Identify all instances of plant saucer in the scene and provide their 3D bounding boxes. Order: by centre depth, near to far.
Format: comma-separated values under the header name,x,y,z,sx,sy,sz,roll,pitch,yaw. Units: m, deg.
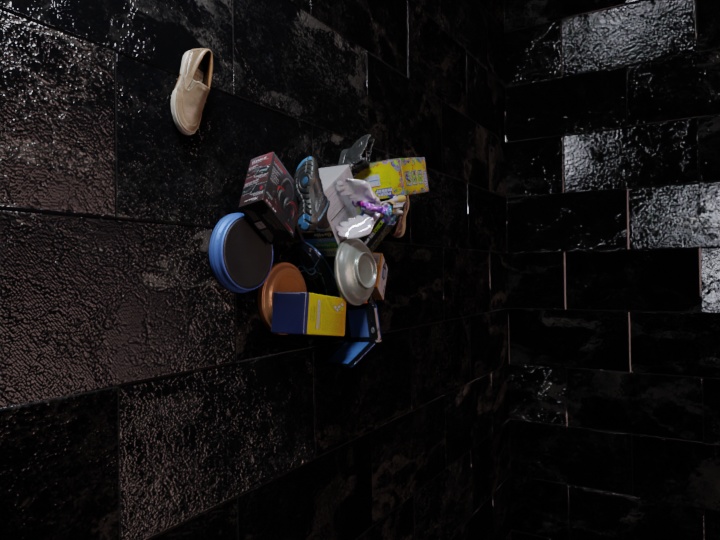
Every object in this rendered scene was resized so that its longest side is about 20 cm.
name,x,y,z,sx,sy,sz,roll,pitch,yaw
plant saucer,-0.206,0.077,1.548,0.200,0.032,0.201,1,89,-58
plant saucer,0.000,0.000,1.620,0.200,0.050,0.201,15,72,-55

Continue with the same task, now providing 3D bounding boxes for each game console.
name,x,y,z,sx,sy,sz,roll,pitch,yaw
game console,-0.037,0.191,1.665,0.118,0.200,0.171,-7,87,-31

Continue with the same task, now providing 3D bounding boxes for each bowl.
name,x,y,z,sx,sy,sz,roll,pitch,yaw
bowl,-0.290,-0.044,1.404,0.200,0.039,0.201,2,87,-59

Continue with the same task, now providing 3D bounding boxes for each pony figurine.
name,x,y,z,sx,sy,sz,roll,pitch,yaw
pony figurine,0.034,-0.180,1.594,0.200,0.193,0.167,-39,127,-76

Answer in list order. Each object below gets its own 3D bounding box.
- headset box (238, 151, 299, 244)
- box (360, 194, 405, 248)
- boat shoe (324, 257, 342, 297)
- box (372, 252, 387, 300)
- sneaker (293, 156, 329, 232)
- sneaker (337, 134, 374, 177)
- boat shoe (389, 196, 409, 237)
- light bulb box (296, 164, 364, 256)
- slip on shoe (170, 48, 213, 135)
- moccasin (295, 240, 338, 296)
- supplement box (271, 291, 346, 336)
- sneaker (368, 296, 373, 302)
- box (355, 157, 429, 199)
name,x,y,z,sx,sy,sz,roll,pitch,yaw
headset box,-0.226,-0.192,1.442,0.149,0.075,0.200,55,28,-43
box,0.069,-0.140,1.827,0.200,0.047,0.193,-52,178,-3
boat shoe,-0.081,0.024,1.728,0.066,0.072,0.201,-43,128,-61
box,0.061,0.025,1.939,0.200,0.041,0.119,68,29,-71
sneaker,-0.125,-0.198,1.480,0.082,0.073,0.201,6,80,-47
sneaker,-0.018,-0.335,1.799,0.060,0.104,0.200,36,59,-52
boat shoe,0.132,-0.223,2.083,0.072,0.072,0.201,4,92,-60
light bulb box,-0.093,-0.173,1.652,0.198,0.125,0.200,-55,134,-45
slip on shoe,-0.369,-0.403,1.261,0.076,0.060,0.200,27,66,-56
moccasin,-0.127,0.005,1.622,0.068,0.080,0.200,-47,117,-24
supplement box,-0.136,0.120,1.528,0.200,0.109,0.110,15,77,-59
sneaker,0.011,0.168,1.870,0.091,0.076,0.200,55,46,-52
box,0.096,-0.306,1.892,0.193,0.200,0.122,-21,104,-57
